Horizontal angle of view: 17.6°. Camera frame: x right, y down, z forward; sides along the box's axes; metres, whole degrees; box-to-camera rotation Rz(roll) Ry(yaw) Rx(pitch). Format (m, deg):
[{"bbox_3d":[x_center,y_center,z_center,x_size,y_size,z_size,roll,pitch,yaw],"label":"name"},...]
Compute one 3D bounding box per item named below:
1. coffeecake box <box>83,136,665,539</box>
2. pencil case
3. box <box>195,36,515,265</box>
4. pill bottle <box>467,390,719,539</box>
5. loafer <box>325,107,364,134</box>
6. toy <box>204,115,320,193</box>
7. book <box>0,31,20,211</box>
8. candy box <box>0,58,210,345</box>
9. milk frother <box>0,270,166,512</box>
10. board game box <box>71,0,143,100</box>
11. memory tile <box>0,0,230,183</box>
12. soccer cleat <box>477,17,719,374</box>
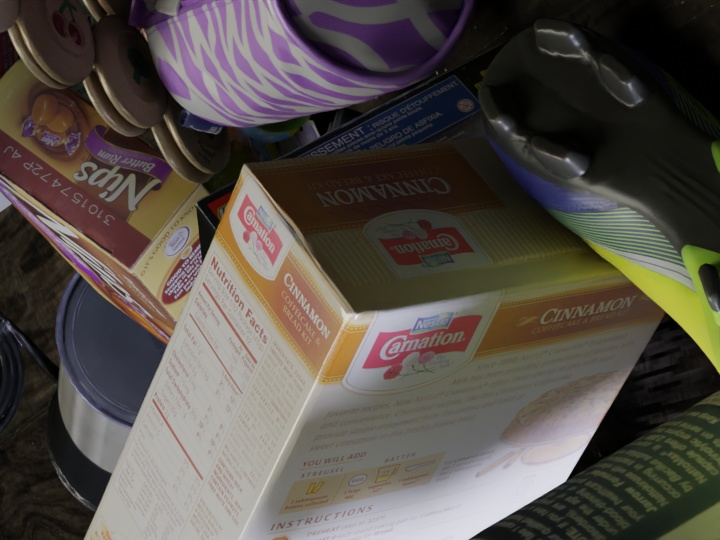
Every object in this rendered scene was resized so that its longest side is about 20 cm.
[{"bbox_3d":[0.004,0.053,0.808,0.073,0.153,0.201,53,133,32],"label":"coffeecake box"},{"bbox_3d":[-0.026,-0.102,0.891,0.085,0.084,0.200,25,169,-18],"label":"pencil case"},{"bbox_3d":[0.010,0.016,0.881,0.040,0.136,0.201,51,158,30],"label":"box"},{"bbox_3d":[0.086,0.121,0.719,0.120,0.199,0.120,52,159,29],"label":"pill bottle"},{"bbox_3d":[0.000,0.000,1.005,0.063,0.072,0.200,18,157,0],"label":"loafer"},{"bbox_3d":[-0.066,-0.062,1.122,0.116,0.047,0.200,64,162,2],"label":"toy"},{"bbox_3d":[-0.194,-0.087,1.102,0.200,0.048,0.135,-54,-37,-69],"label":"book"},{"bbox_3d":[-0.103,-0.014,1.119,0.116,0.057,0.200,35,172,23],"label":"candy box"},{"bbox_3d":[-0.171,0.056,1.338,0.181,0.199,0.188,61,162,15],"label":"milk frother"},{"bbox_3d":[-0.132,-0.134,1.157,0.200,0.029,0.136,177,87,-72],"label":"board game box"},{"bbox_3d":[-0.116,-0.134,0.969,0.200,0.017,0.154,33,-138,-53],"label":"memory tile"},{"bbox_3d":[0.115,-0.005,0.715,0.200,0.065,0.084,46,-174,31],"label":"soccer cleat"}]
